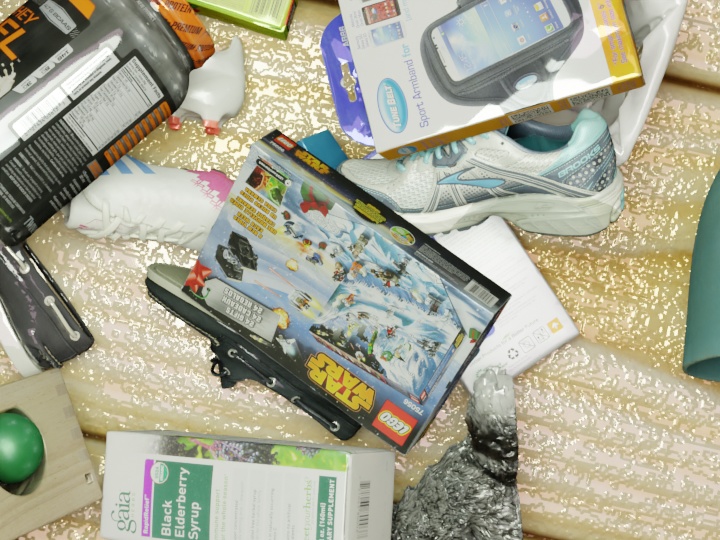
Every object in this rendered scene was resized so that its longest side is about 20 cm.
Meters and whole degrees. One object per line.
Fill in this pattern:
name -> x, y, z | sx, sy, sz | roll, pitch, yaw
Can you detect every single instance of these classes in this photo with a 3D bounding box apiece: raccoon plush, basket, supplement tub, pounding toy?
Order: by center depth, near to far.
pounding toy -> -0.277, 0.163, 1.140 | 0.200, 0.184, 0.142 | -18, 90, 27
supplement tub -> -0.204, -0.122, 1.141 | 0.200, 0.123, 0.123 | -42, 90, -9
raccoon plush -> 0.044, 0.154, 1.207 | 0.134, 0.097, 0.200 | -5, 113, -1
basket -> 0.113, -0.164, 1.210 | 0.200, 0.123, 0.136 | 21, 89, -1

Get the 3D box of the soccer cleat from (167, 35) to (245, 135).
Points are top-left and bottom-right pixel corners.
soccer cleat -> -0.184, -0.151, 1.241 | 0.200, 0.069, 0.078 | 8, 84, -7

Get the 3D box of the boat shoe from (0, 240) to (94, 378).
boat shoe -> -0.262, -0.019, 1.232 | 0.060, 0.074, 0.200 | -26, 93, 0

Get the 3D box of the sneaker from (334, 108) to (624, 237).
sneaker -> 0.078, -0.078, 1.138 | 0.200, 0.078, 0.086 | -1, 124, 11

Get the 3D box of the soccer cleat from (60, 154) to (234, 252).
soccer cleat -> -0.164, -0.045, 1.221 | 0.200, 0.086, 0.070 | 21, 132, 5

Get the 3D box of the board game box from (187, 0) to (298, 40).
board game box -> -0.136, -0.251, 1.248 | 0.200, 0.048, 0.102 | 17, 89, 0

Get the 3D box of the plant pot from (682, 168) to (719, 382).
plant pot -> 0.326, -0.010, 1.181 | 0.200, 0.201, 0.161 | 1, 78, 0

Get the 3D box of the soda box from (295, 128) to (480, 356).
soda box -> 0.000, 0.000, 1.207 | 0.064, 0.068, 0.200 | -34, 90, 20

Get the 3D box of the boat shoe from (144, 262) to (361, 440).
boat shoe -> -0.077, 0.063, 1.234 | 0.199, 0.075, 0.066 | 26, 106, -5

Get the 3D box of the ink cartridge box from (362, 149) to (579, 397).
ink cartridge box -> 0.069, -0.009, 1.253 | 0.095, 0.037, 0.200 | -34, 92, 1

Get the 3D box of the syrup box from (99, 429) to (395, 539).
syrup box -> -0.081, 0.159, 1.190 | 0.200, 0.081, 0.079 | 2, 87, 25

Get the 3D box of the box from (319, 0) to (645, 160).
box -> 0.071, -0.150, 1.082 | 0.200, 0.041, 0.119 | -16, 82, 10

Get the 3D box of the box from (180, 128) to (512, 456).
box -> -0.013, 0.015, 1.146 | 0.200, 0.040, 0.137 | 36, 122, 9
